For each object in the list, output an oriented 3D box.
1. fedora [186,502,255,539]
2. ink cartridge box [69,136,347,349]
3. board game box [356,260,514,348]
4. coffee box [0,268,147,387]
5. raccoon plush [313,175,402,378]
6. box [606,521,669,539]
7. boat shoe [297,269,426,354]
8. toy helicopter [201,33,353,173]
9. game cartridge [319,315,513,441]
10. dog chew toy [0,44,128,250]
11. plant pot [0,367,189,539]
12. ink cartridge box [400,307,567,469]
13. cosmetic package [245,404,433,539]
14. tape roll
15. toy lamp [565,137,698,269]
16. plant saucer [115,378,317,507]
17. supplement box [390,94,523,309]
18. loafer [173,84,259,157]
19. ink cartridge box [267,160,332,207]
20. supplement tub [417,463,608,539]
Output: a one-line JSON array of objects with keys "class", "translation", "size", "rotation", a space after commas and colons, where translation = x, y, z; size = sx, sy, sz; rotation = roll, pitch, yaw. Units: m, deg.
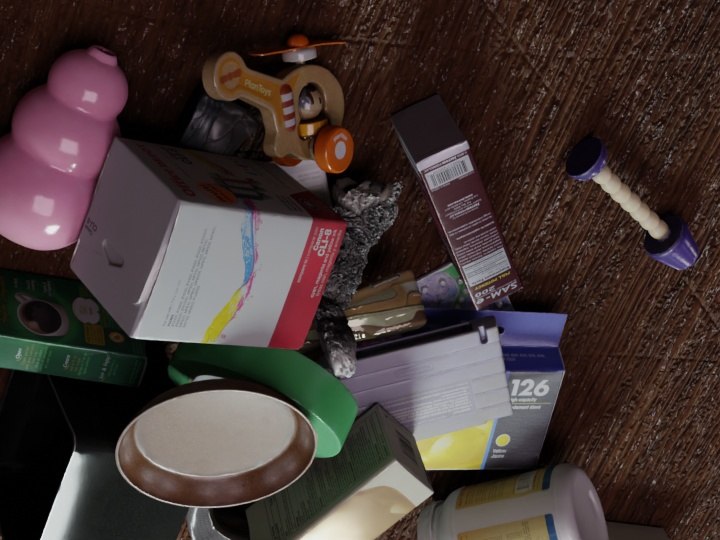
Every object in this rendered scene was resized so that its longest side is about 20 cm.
[{"class": "fedora", "translation": [-0.112, 0.233, 1.836], "size": [0.176, 0.091, 0.201], "rotation": [18, 114, -25]}, {"class": "ink cartridge box", "translation": [-0.147, -0.024, 1.540], "size": [0.199, 0.145, 0.146], "rotation": [6, 114, -40]}, {"class": "board game box", "translation": [0.091, 0.096, 1.846], "size": [0.199, 0.026, 0.201], "rotation": [-27, 125, 3]}, {"class": "coffee box", "translation": [-0.323, 0.055, 1.648], "size": [0.198, 0.123, 0.044], "rotation": [10, 122, -22]}, {"class": "raccoon plush", "translation": [0.000, 0.000, 1.657], "size": [0.133, 0.097, 0.202], "rotation": [-17, 88, -14]}, {"class": "box", "translation": [0.299, 0.375, 2.049], "size": [0.198, 0.078, 0.096], "rotation": [9, 118, -20]}, {"class": "boat shoe", "translation": [-0.033, 0.042, 1.701], "size": [0.198, 0.072, 0.077], "rotation": [-11, 83, -7]}, {"class": "toy helicopter", "translation": [-0.079, -0.179, 1.570], "size": [0.199, 0.078, 0.134], "rotation": [17, 85, -52]}, {"class": "game cartridge", "translation": [0.063, 0.128, 1.775], "size": [0.198, 0.039, 0.130], "rotation": [-13, 126, -1]}, {"class": "dog chew toy", "translation": [-0.287, -0.122, 1.550], "size": [0.124, 0.125, 0.201], "rotation": [22, 106, -26]}, {"class": "plant pot", "translation": [-0.278, 0.201, 1.721], "size": [0.176, 0.200, 0.201], "rotation": [6, 120, -33]}, {"class": "ink cartridge box", "translation": [0.130, 0.140, 1.842], "size": [0.196, 0.047, 0.201], "rotation": [2, 124, -15]}, {"class": "cosmetic package", "translation": [-0.025, 0.252, 1.752], "size": [0.200, 0.105, 0.071], "rotation": [-39, 122, 14]}, {"class": "tape roll", "translation": [-0.101, 0.125, 1.668], "size": [0.200, 0.200, 0.048], "rotation": [40, 63, -32]}, {"class": "toy lamp", "translation": [0.305, -0.068, 1.784], "size": [0.058, 0.058, 0.200], "rotation": [-44, 120, 14]}, {"class": "plant saucer", "translation": [-0.142, 0.166, 1.591], "size": [0.198, 0.035, 0.201], "rotation": [-4, 140, -4]}, {"class": "supplement box", "translation": [0.102, -0.071, 1.693], "size": [0.060, 0.109, 0.201], "rotation": [-24, 126, 0]}, {"class": "loafer", "translation": [-0.172, -0.085, 1.625], "size": [0.072, 0.073, 0.201], "rotation": [23, 114, -19]}, {"class": "ink cartridge box", "translation": [-0.102, -0.019, 1.720], "size": [0.159, 0.047, 0.202], "rotation": [-13, 108, -7]}, {"class": "supplement tub", "translation": [0.181, 0.318, 1.914], "size": [0.198, 0.145, 0.145], "rotation": [-16, 128, 23]}]
